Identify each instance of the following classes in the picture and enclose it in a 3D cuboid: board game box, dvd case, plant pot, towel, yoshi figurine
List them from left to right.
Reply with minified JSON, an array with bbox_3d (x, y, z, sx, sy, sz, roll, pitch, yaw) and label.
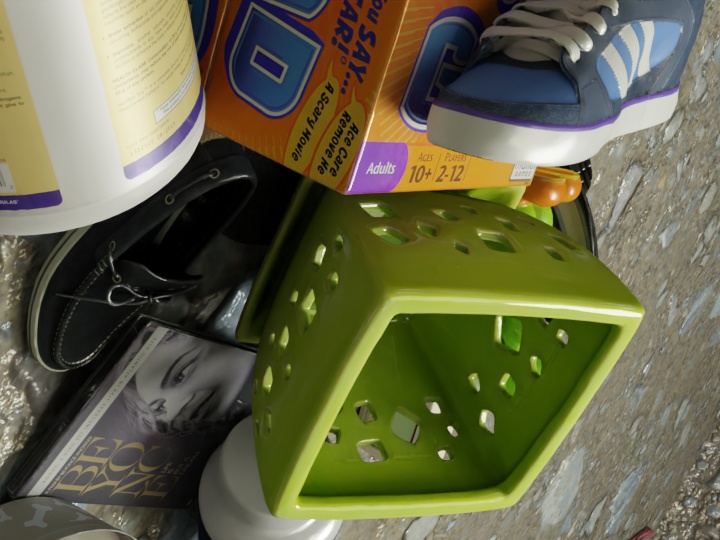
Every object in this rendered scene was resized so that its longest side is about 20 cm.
[{"bbox_3d":[-0.138,0.109,0.784,0.149,0.016,0.200,-51,151,6],"label":"dvd case"},{"bbox_3d":[0.001,-0.172,0.609,0.200,0.200,0.200,-8,122,-55],"label":"board game box"},{"bbox_3d":[0.032,0.033,0.736,0.199,0.182,0.200,5,129,-29],"label":"plant pot"},{"bbox_3d":[0.130,0.023,0.839,0.112,0.112,0.200,8,103,-19],"label":"yoshi figurine"},{"bbox_3d":[0.590,0.677,2.452,0.144,0.023,0.200,-6,120,-55],"label":"towel"}]

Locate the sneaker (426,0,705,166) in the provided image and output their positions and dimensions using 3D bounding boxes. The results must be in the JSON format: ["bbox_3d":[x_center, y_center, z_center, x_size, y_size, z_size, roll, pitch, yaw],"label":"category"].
[{"bbox_3d":[0.106,-0.138,0.531,0.200,0.081,0.147,-20,122,-46],"label":"sneaker"}]

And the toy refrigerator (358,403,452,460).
[{"bbox_3d":[0.060,0.091,1.054,0.070,0.076,0.200,-14,127,-53],"label":"toy refrigerator"}]

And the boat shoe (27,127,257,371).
[{"bbox_3d":[-0.130,-0.006,0.646,0.200,0.062,0.075,-49,155,19],"label":"boat shoe"}]

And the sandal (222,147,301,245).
[{"bbox_3d":[-0.071,-0.054,0.761,0.075,0.048,0.200,-59,164,-2],"label":"sandal"}]

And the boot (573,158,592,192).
[{"bbox_3d":[0.171,-0.153,1.034,0.131,0.068,0.200,-69,154,-88],"label":"boot"}]

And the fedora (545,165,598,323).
[{"bbox_3d":[0.121,-0.038,0.959,0.091,0.201,0.201,-16,132,-20],"label":"fedora"}]

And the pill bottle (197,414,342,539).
[{"bbox_3d":[-0.069,0.185,0.843,0.111,0.111,0.200,-44,162,-30],"label":"pill bottle"}]

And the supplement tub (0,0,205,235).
[{"bbox_3d":[-0.148,-0.132,0.461,0.145,0.145,0.200,-41,145,-33],"label":"supplement tub"}]

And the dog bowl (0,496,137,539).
[{"bbox_3d":[-0.233,0.235,0.713,0.200,0.059,0.200,-36,144,-31],"label":"dog bowl"}]
